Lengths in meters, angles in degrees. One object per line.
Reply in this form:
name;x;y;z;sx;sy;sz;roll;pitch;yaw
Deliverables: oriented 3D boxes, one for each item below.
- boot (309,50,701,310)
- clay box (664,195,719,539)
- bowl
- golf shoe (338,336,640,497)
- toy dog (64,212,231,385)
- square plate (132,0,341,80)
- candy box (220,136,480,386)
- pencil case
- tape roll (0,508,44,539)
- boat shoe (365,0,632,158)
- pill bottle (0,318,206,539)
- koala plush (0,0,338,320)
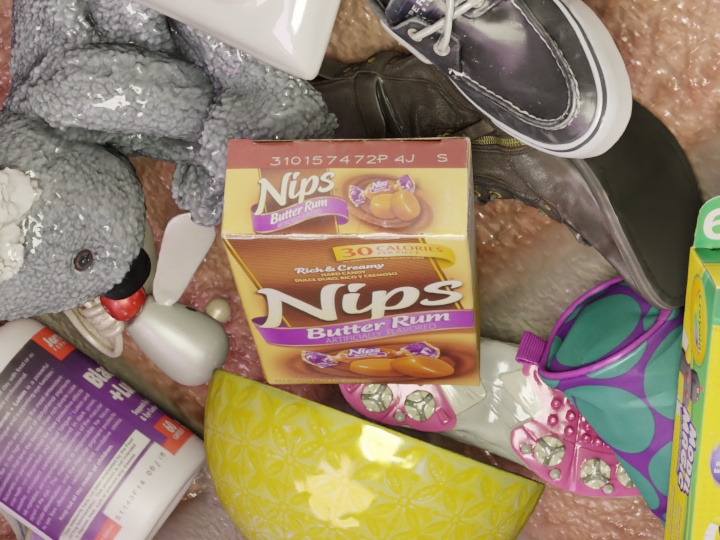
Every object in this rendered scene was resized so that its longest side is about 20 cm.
boot;0.069;-0.049;1.202;0.174;0.069;0.200;-25;102;48
clay box;0.215;0.058;1.137;0.115;0.048;0.200;-4;120;-7
bowl;-0.007;0.137;1.312;0.200;0.108;0.200;20;176;1
golf shoe;0.083;0.070;1.306;0.200;0.075;0.092;21;-179;-3
toy dog;-0.141;-0.033;1.349;0.132;0.096;0.200;20;153;48
square plate;-0.078;-0.214;1.083;0.200;0.028;0.199;25;108;26
candy box;0.000;0.000;1.161;0.116;0.057;0.200;0;156;5
pencil case;0.172;0.097;1.230;0.092;0.085;0.200;-16;122;36
tape roll;-0.290;0.179;1.561;0.200;0.200;0.066;27;139;11
boat shoe;0.043;-0.126;1.085;0.200;0.068;0.072;51;120;22
pill bottle;-0.207;0.101;1.497;0.200;0.111;0.111;36;140;2
koala plush;-0.149;-0.056;1.204;0.184;0.200;0.177;42;169;-5
